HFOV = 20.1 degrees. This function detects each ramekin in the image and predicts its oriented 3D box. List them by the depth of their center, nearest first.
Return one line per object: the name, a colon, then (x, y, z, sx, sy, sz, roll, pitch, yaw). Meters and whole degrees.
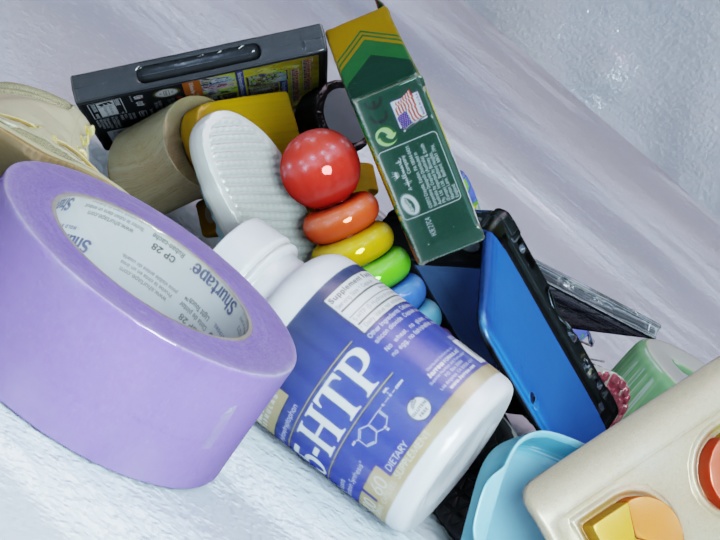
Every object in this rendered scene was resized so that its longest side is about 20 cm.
ramekin: (0.284, 0.148, 1.750, 0.200, 0.098, 0.200, 33, 15, -10)

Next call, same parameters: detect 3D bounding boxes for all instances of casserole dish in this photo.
casserole dish: (0.132, 0.175, 1.305, 0.200, 0.122, 0.039, 25, -14, -39)

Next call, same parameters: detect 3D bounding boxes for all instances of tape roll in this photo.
tape roll: (-0.141, 0.029, 1.170, 0.200, 0.085, 0.200, 33, 14, -9)

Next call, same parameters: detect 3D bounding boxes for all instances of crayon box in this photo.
crayon box: (0.026, -0.100, 1.401, 0.200, 0.051, 0.127, -107, 174, -67)

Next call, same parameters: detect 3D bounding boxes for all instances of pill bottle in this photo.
pill bottle: (-0.015, 0.061, 1.287, 0.200, 0.120, 0.120, 37, 14, 13)

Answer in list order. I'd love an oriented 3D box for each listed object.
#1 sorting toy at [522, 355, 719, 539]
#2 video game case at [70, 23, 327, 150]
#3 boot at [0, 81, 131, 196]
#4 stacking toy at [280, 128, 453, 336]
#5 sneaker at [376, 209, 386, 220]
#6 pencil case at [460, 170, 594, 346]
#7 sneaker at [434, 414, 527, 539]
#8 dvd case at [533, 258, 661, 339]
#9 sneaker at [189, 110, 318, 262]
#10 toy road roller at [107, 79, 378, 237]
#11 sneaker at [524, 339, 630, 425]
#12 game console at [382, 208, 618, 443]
sorting toy: (0.222, 0.176, 1.264, 0.200, 0.185, 0.036, 59, -19, 1)
video game case: (-0.114, -0.134, 1.509, 0.200, 0.180, 0.026, 101, -23, -84)
boot: (-0.192, -0.055, 1.353, 0.200, 0.073, 0.155, 31, 13, -2)
stacking toy: (0.000, 0.000, 1.367, 0.085, 0.085, 0.201, -75, 142, -75)
sneaker: (-0.022, -0.039, 1.682, 0.200, 0.075, 0.082, 23, 17, -44)
pencil case: (0.112, 0.008, 1.734, 0.200, 0.078, 0.087, 51, -17, -8)
sneaker: (0.090, 0.134, 1.396, 0.083, 0.072, 0.200, 47, 15, -30)
dvd case: (0.114, 0.011, 1.546, 0.148, 0.016, 0.200, 26, -10, -28)
sneaker: (-0.077, -0.016, 1.398, 0.074, 0.082, 0.200, -50, 120, -44)
toy road roller: (-0.076, -0.053, 1.507, 0.199, 0.123, 0.147, -8, 82, -40)
sneaker: (0.151, 0.084, 1.625, 0.075, 0.081, 0.200, 38, -6, 42)
game console: (0.092, 0.066, 1.415, 0.170, 0.118, 0.200, 3, -46, 45)
